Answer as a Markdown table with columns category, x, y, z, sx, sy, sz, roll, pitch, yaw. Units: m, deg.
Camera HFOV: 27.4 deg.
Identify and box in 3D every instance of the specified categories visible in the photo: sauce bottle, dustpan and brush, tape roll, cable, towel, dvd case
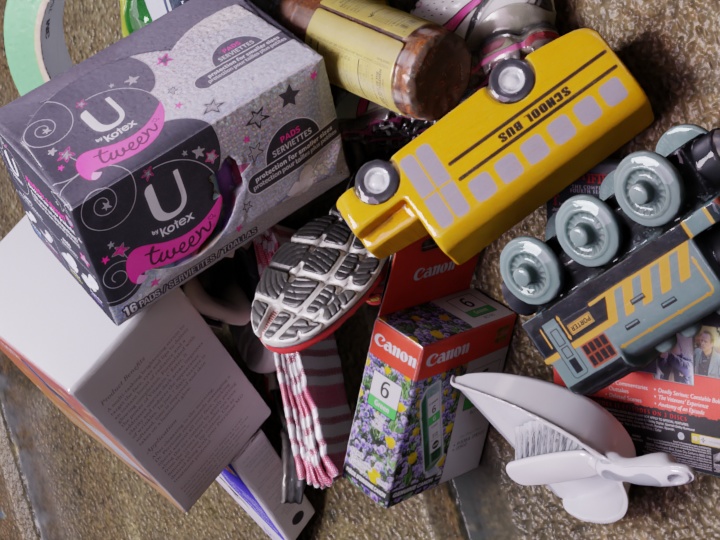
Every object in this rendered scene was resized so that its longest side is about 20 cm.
| category | x | y | z | sx | sy | sz | roll | pitch | yaw |
| --- | --- | --- | --- | --- | --- | --- | --- | --- | --- |
| sauce bottle | -0.011 | -0.160 | 1.010 | 0.199 | 0.066 | 0.067 | 32 | 122 | 42 |
| dustpan and brush | 0.149 | 0.121 | 0.962 | 0.140 | 0.057 | 0.199 | 47 | 146 | -19 |
| tape roll | -0.172 | -0.174 | 1.130 | 0.198 | 0.048 | 0.202 | 6 | 119 | 10 |
| cable | -0.065 | 0.118 | 1.184 | 0.201 | 0.050 | 0.098 | -85 | 8 | -49 |
| towel | -0.035 | 0.063 | 1.139 | 0.030 | 0.146 | 0.202 | -12 | 86 | 10 |
| dvd case | 0.187 | 0.028 | 0.978 | 0.145 | 0.022 | 0.202 | 7 | 106 | 46 |

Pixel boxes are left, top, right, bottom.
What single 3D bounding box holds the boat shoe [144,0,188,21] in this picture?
| category | x | y | z | sx | sy | sz | roll | pitch | yaw |
| --- | --- | --- | --- | --- | --- | --- | --- | --- | --- |
| boat shoe | -0.113 | -0.201 | 1.172 | 0.090 | 0.071 | 0.202 | -9 | 113 | 12 |

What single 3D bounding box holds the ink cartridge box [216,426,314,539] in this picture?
| category | x | y | z | sx | sy | sz | roll | pitch | yaw |
| --- | --- | --- | --- | --- | --- | --- | --- | --- | --- |
| ink cartridge box | -0.124 | 0.144 | 1.281 | 0.198 | 0.043 | 0.201 | 39 | 162 | 36 |

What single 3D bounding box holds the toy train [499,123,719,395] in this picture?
| category | x | y | z | sx | sy | sz | roll | pitch | yaw |
| --- | --- | --- | --- | --- | --- | --- | --- | --- | --- |
| toy train | 0.174 | -0.005 | 0.915 | 0.200 | 0.085 | 0.114 | -38 | 85 | 43 |

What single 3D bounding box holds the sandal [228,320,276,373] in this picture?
| category | x | y | z | sx | sy | sz | roll | pitch | yaw |
| --- | --- | --- | --- | --- | --- | --- | --- | --- | --- |
| sandal | -0.082 | 0.011 | 1.213 | 0.204 | 0.049 | 0.083 | -106 | 32 | -46 |

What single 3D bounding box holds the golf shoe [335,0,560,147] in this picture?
| category | x | y | z | sx | sy | sz | roll | pitch | yaw |
| --- | --- | --- | --- | --- | --- | --- | --- | --- | --- |
| golf shoe | 0.057 | -0.150 | 1.038 | 0.199 | 0.072 | 0.093 | -23 | 71 | 39 |

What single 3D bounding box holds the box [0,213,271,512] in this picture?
| category | x | y | z | sx | sy | sz | roll | pitch | yaw |
| --- | --- | --- | --- | --- | --- | --- | --- | --- | --- |
| box | -0.182 | 0.064 | 1.104 | 0.152 | 0.107 | 0.200 | 31 | 163 | 35 |

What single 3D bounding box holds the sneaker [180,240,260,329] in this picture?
| category | x | y | z | sx | sy | sz | roll | pitch | yaw |
| --- | --- | --- | --- | --- | --- | --- | --- | --- | --- |
| sneaker | -0.127 | 0.013 | 1.150 | 0.200 | 0.079 | 0.130 | 122 | 150 | -41 |

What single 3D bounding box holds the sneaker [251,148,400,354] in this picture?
| category | x | y | z | sx | sy | sz | roll | pitch | yaw |
| --- | --- | --- | --- | --- | --- | --- | --- | --- | --- |
| sneaker | 0.000 | 0.000 | 1.051 | 0.077 | 0.200 | 0.085 | 22 | 141 | 29 |

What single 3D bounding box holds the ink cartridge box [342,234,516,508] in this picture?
| category | x | y | z | sx | sy | sz | roll | pitch | yaw |
| --- | --- | --- | --- | --- | --- | --- | --- | --- | --- |
| ink cartridge box | 0.056 | 0.062 | 1.060 | 0.050 | 0.108 | 0.202 | 31 | 121 | 35 |

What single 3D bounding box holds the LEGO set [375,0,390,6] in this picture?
| category | x | y | z | sx | sy | sz | roll | pitch | yaw |
| --- | --- | --- | --- | --- | --- | --- | --- | --- | --- |
| LEGO set | -0.057 | -0.263 | 1.085 | 0.200 | 0.115 | 0.154 | 52 | 132 | 24 |

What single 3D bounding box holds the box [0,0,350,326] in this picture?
| category | x | y | z | sx | sy | sz | roll | pitch | yaw |
| --- | --- | --- | --- | --- | --- | --- | --- | --- | --- |
| box | -0.127 | -0.084 | 1.000 | 0.132 | 0.199 | 0.115 | 41 | 157 | 39 |

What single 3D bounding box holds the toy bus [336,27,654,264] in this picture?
| category | x | y | z | sx | sy | sz | roll | pitch | yaw |
| --- | --- | --- | --- | --- | --- | --- | --- | --- | --- |
| toy bus | 0.085 | -0.072 | 0.951 | 0.199 | 0.065 | 0.079 | -37 | 72 | 6 |

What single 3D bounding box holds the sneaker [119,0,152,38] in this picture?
| category | x | y | z | sx | sy | sz | roll | pitch | yaw |
| --- | --- | --- | --- | --- | --- | --- | --- | --- | --- |
| sneaker | -0.157 | -0.180 | 1.264 | 0.083 | 0.074 | 0.202 | 1 | 99 | 19 |
